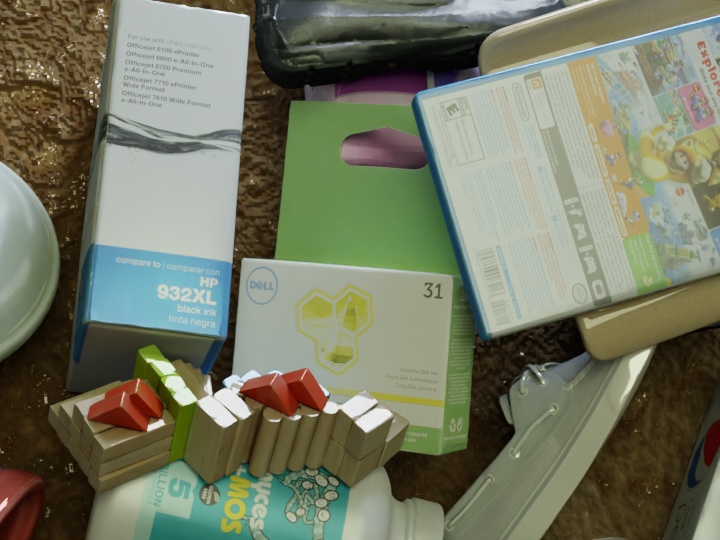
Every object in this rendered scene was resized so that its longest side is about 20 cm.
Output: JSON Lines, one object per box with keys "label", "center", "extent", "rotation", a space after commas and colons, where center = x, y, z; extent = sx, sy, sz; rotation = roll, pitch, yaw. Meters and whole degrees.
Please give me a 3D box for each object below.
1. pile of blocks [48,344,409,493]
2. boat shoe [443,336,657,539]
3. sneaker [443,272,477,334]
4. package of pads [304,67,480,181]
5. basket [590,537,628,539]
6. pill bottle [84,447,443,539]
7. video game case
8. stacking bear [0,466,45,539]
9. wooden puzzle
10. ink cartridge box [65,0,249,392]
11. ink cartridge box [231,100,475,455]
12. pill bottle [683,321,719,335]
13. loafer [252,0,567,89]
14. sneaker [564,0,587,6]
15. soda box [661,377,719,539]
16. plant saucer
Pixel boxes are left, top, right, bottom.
{"label": "pile of blocks", "center": [-0.067, 0.069, 0.966], "extent": [0.198, 0.062, 0.083], "rotation": [1, 43, -18]}
{"label": "boat shoe", "center": [0.113, 0.094, 1.070], "extent": [0.068, 0.072, 0.201], "rotation": [33, 104, 9]}
{"label": "sneaker", "center": [0.088, 0.002, 1.093], "extent": [0.104, 0.076, 0.202], "rotation": [16, 104, -21]}
{"label": "package of pads", "center": [0.022, -0.140, 1.153], "extent": [0.119, 0.076, 0.202], "rotation": [2, 72, -16]}
{"label": "basket", "center": [0.127, 0.264, 0.989], "extent": [0.135, 0.180, 0.202], "rotation": [-6, 68, -24]}
{"label": "pill bottle", "center": [-0.055, 0.148, 1.020], "extent": [0.198, 0.111, 0.112], "rotation": [13, 69, -8]}
{"label": "video game case", "center": [0.142, -0.055, 1.006], "extent": [0.198, 0.018, 0.145], "rotation": [-15, 83, -11]}
{"label": "stacking bear", "center": [-0.288, 0.118, 0.986], "extent": [0.199, 0.122, 0.114], "rotation": [28, 70, 7]}
{"label": "wooden puzzle", "center": [0.182, -0.067, 1.042], "extent": [0.183, 0.037, 0.202], "rotation": [-18, 84, -11]}
{"label": "ink cartridge box", "center": [-0.121, -0.038, 1.051], "extent": [0.083, 0.145, 0.202], "rotation": [7, 70, -10]}
{"label": "ink cartridge box", "center": [0.000, 0.000, 1.048], "extent": [0.144, 0.048, 0.202], "rotation": [5, 92, 27]}
{"label": "pill bottle", "center": [0.195, -0.062, 1.122], "extent": [0.111, 0.112, 0.202], "rotation": [-12, 89, -16]}
{"label": "loafer", "center": [0.032, -0.158, 1.084], "extent": [0.198, 0.068, 0.071], "rotation": [-7, 83, -12]}
{"label": "sneaker", "center": [0.118, -0.170, 1.175], "extent": [0.070, 0.093, 0.202], "rotation": [-2, 72, -12]}
{"label": "soda box", "center": [0.232, 0.157, 1.100], "extent": [0.063, 0.068, 0.201], "rotation": [25, 68, -2]}
{"label": "plant saucer", "center": [-0.273, -0.023, 1.028], "extent": [0.198, 0.050, 0.201], "rotation": [8, 48, -9]}
